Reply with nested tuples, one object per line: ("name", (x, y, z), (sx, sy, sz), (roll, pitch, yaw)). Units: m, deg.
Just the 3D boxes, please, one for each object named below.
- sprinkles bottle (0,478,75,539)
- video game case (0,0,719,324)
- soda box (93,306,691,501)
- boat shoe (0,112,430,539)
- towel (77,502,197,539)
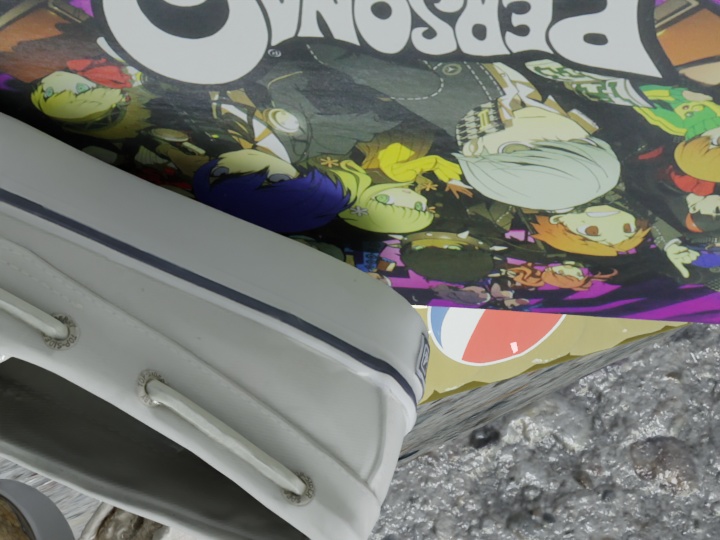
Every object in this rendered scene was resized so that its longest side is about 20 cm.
("sprinkles bottle", (-0.172, 0.107, 0.949), (0.068, 0.069, 0.200), (-29, 166, 22))
("video game case", (-0.006, -0.049, 0.564), (0.198, 0.036, 0.182), (4, 152, 7))
("soda box", (0.000, 0.000, 0.855), (0.199, 0.064, 0.068), (-15, 130, -15))
("boat shoe", (-0.085, 0.011, 0.582), (0.199, 0.066, 0.072), (22, 153, -13))
("towel", (-0.029, 0.050, 0.991), (0.132, 0.034, 0.200), (-24, 153, -53))
